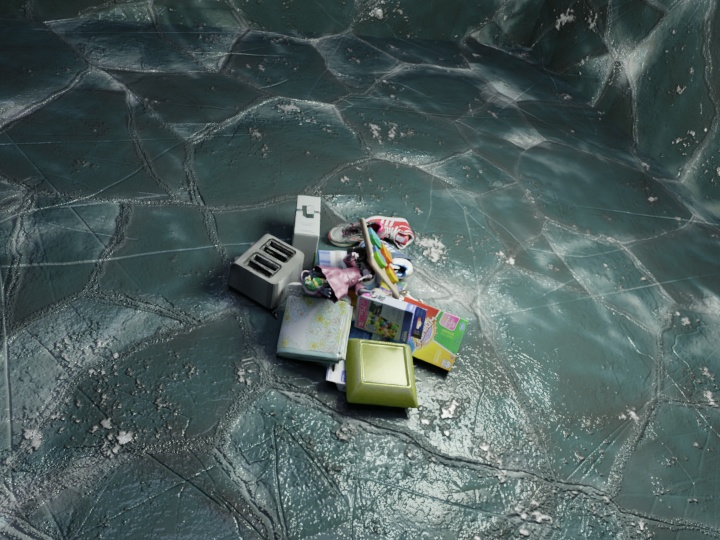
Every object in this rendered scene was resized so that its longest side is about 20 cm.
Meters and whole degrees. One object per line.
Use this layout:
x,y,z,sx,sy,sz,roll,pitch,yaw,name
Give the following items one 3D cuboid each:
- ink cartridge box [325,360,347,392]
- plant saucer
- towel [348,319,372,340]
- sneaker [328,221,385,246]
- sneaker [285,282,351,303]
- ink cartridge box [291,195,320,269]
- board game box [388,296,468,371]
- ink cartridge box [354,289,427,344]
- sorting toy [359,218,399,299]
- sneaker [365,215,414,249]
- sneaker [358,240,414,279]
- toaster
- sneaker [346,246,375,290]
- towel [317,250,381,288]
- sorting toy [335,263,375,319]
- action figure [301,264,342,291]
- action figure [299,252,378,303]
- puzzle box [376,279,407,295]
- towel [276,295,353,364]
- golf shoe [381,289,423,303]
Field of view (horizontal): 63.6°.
0.002,0.289,1.589,0.196,0.040,0.101,14,43,-5,ink cartridge box
0.059,0.264,1.567,0.196,0.048,0.202,8,45,-12,plant saucer
-0.063,0.174,1.684,0.196,0.049,0.113,17,41,1,towel
-0.013,-0.135,1.969,0.195,0.075,0.082,-9,77,0,sneaker
-0.124,0.078,1.700,0.196,0.078,0.081,18,25,-6,sneaker
-0.179,-0.126,1.894,0.081,0.148,0.202,7,42,-7,ink cartridge box
0.194,0.182,1.686,0.196,0.156,0.040,20,0,7,board game box
0.082,0.134,1.631,0.196,0.121,0.042,16,37,10,ink cartridge box
0.061,-0.035,1.700,0.036,0.201,0.187,-25,42,11,sorting toy
0.097,-0.132,2.038,0.196,0.072,0.113,-4,42,-24,sneaker
0.081,-0.036,1.890,0.197,0.082,0.147,24,13,1,sneaker
-0.275,0.007,1.744,0.198,0.120,0.181,28,44,13,toaster
0.000,0.000,1.747,0.077,0.091,0.202,-3,37,-4,sneaker
-0.035,-0.007,1.813,0.195,0.024,0.149,2,50,-8,towel
-0.051,0.050,1.797,0.182,0.037,0.202,21,54,7,sorting toy
-0.102,0.028,1.673,0.117,0.056,0.199,32,27,24,action figure
-0.043,0.031,1.593,0.198,0.148,0.137,-15,87,-45,action figure
0.040,0.048,1.865,0.197,0.026,0.133,26,43,11,puzzle box
-0.125,0.163,1.605,0.196,0.048,0.174,5,64,12,towel
0.102,0.100,1.769,0.197,0.078,0.096,22,52,-8,golf shoe
